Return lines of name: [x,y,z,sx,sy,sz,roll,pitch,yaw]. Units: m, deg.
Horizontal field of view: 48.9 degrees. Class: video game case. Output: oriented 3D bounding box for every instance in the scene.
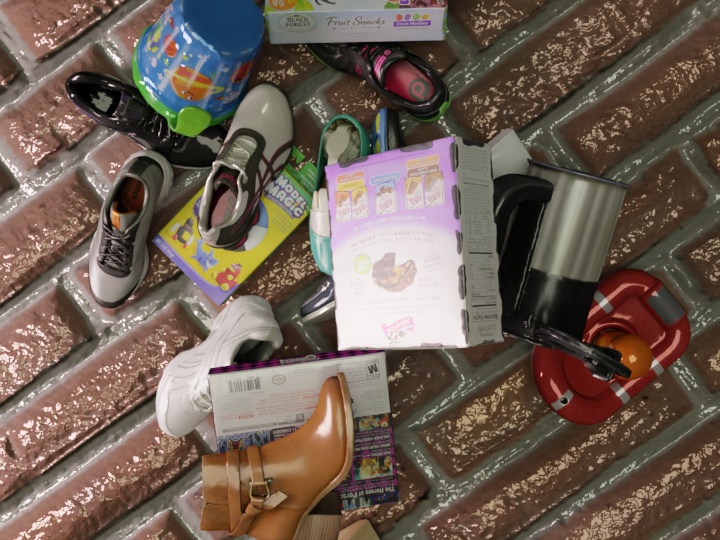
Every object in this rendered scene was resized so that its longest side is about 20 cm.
video game case: [-0.062,0.187,0.894,0.199,0.036,0.182,-7,100,-6]

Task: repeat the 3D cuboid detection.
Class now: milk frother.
milk frother: [0.224,-0.005,0.822,0.200,0.180,0.189,23,105,38]

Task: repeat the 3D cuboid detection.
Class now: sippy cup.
sippy cup: [-0.171,-0.248,0.875,0.139,0.130,0.178,-25,86,-33]

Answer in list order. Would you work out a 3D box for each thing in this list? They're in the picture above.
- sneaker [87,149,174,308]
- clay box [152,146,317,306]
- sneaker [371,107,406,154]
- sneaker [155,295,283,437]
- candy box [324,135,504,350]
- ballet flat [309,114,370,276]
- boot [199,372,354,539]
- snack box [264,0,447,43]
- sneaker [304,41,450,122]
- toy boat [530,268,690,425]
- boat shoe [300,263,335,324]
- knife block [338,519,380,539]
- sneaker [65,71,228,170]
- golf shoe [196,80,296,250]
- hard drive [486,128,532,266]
sneaker: [-0.284,-0.045,0.935,0.074,0.079,0.201,21,108,-2]
clay box: [-0.139,-0.068,0.955,0.115,0.048,0.200,44,94,-2]
sneaker: [0.073,-0.104,0.944,0.083,0.071,0.200,-29,99,-3]
sneaker: [-0.168,0.125,0.934,0.078,0.099,0.200,34,96,-37]
candy box: [0.053,-0.020,0.812,0.167,0.071,0.201,-6,87,40]
ballet flat: [-0.030,-0.092,0.903,0.067,0.070,0.201,-2,66,18]
boot: [-0.090,0.198,0.842,0.155,0.077,0.201,7,109,-8]
snack box: [-0.004,-0.328,0.901,0.199,0.053,0.143,-1,60,1]
sneaker: [0.022,-0.248,0.921,0.200,0.084,0.077,30,93,0]
toy boat: [0.297,0.095,0.922,0.200,0.131,0.131,-42,92,3]
boat shoe: [0.000,0.000,0.933,0.200,0.075,0.062,-34,78,30]
knife block: [-0.060,0.394,0.924,0.200,0.176,0.064,-31,94,2]
sneaker: [-0.250,-0.173,0.928,0.199,0.088,0.076,21,94,-1]
golf shoe: [-0.127,-0.118,0.886,0.077,0.088,0.201,18,91,3]
hard drive: [0.176,-0.046,0.930,0.132,0.027,0.200,-39,111,-2]
